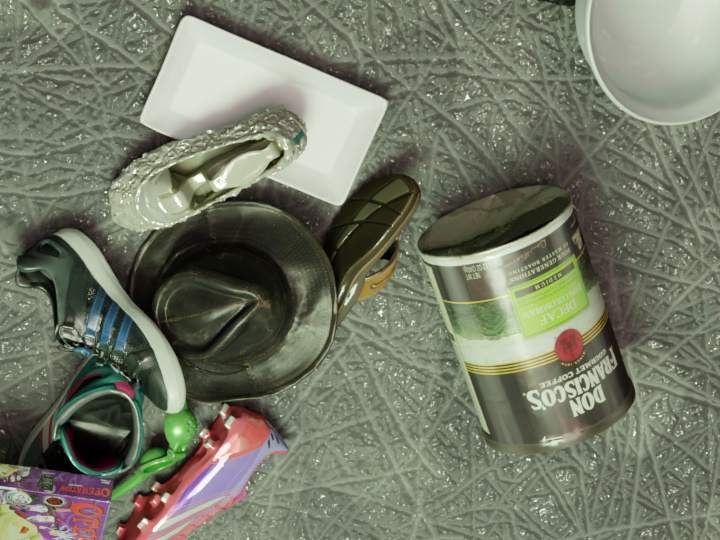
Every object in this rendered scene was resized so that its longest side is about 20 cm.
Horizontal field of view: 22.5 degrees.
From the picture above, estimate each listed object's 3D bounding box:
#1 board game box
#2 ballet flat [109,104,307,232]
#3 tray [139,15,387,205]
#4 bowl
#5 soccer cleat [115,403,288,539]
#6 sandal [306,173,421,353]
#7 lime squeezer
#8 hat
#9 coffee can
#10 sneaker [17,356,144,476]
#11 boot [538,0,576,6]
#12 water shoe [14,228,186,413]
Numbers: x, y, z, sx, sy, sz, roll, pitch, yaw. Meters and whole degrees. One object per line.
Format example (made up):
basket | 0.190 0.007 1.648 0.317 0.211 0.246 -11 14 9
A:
board game box | -0.295 0.237 1.643 0.120 0.032 0.200 6 145 -12
ballet flat | -0.139 -0.084 1.583 0.200 0.072 0.072 -26 109 14
tray | -0.086 -0.143 1.613 0.199 0.022 0.108 22 104 -13
bowl | 0.262 -0.234 1.580 0.200 0.090 0.202 -8 111 -23
soccer cleat | -0.153 0.214 1.697 0.076 0.067 0.200 38 97 -21
sandal | 0.000 0.000 1.643 0.054 0.082 0.200 19 108 -33
lime squeezer | -0.192 0.155 1.674 0.070 0.038 0.200 29 104 12
hat | -0.123 0.029 1.600 0.200 0.081 0.201 1 92 13
coffee can | 0.150 0.044 1.636 0.146 0.146 0.201 -21 108 0
sneaker | -0.254 0.167 1.638 0.083 0.121 0.200 27 103 -14
boot | 0.112 -0.319 1.552 0.210 0.079 0.158 14 105 -12
water shoe | -0.231 0.057 1.593 0.079 0.072 0.200 -30 70 -27
